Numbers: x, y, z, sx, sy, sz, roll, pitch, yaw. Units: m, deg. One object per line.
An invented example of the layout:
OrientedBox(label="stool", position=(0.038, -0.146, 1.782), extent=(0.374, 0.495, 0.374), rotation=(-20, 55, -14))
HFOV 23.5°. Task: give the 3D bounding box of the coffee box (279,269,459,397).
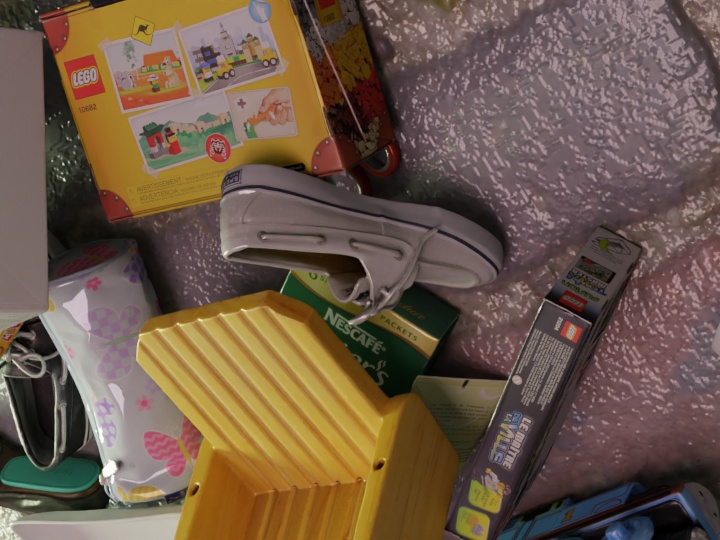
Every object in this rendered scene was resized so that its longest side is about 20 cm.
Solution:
OrientedBox(label="coffee box", position=(-0.022, 0.080, 1.253), extent=(0.123, 0.044, 0.201), rotation=(34, 125, 9))

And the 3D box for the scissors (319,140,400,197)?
OrientedBox(label="scissors", position=(-0.063, -0.108, 1.200), extent=(0.199, 0.014, 0.073), rotation=(32, 125, 12))

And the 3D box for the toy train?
OrientedBox(label="toy train", position=(0.160, 0.201, 1.177), extent=(0.199, 0.114, 0.087), rotation=(-29, 103, 36))

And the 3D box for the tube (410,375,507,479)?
OrientedBox(label="tube", position=(0.041, 0.149, 1.252), extent=(0.052, 0.058, 0.201), rotation=(33, 127, 14))

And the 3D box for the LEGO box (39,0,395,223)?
OrientedBox(label="LEGO box", position=(-0.096, -0.128, 1.155), extent=(0.199, 0.077, 0.150), rotation=(-10, 104, 30))

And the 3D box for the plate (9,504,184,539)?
OrientedBox(label="plate", position=(-0.147, 0.241, 1.371), extent=(0.199, 0.032, 0.200), rotation=(-7, 135, 34))

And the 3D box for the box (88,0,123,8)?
OrientedBox(label="box", position=(-0.068, -0.248, 1.044), extent=(0.199, 0.148, 0.108), rotation=(-9, 110, 30))

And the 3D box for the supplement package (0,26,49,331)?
OrientedBox(label="supplement package", position=(-0.315, -0.053, 1.190), extent=(0.200, 0.146, 0.193), rotation=(-19, 71, 58))

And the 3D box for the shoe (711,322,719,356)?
OrientedBox(label="shoe", position=(0.292, -0.004, 1.028), extent=(0.091, 0.071, 0.201), rotation=(36, 121, 13))

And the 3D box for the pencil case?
OrientedBox(label="pencil case", position=(-0.179, 0.076, 1.307), extent=(0.090, 0.083, 0.201), rotation=(-20, 107, -6))

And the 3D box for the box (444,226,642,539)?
OrientedBox(label="box", position=(0.120, 0.079, 1.139), extent=(0.035, 0.110, 0.201), rotation=(28, 124, 12))

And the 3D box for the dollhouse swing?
OrientedBox(label="dollhouse swing", position=(-0.069, 0.142, 1.161), extent=(0.199, 0.183, 0.176), rotation=(-12, 142, 41))

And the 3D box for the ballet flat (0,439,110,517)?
OrientedBox(label="ballet flat", position=(-0.298, 0.178, 1.437), extent=(0.199, 0.068, 0.069), rotation=(14, 129, 21))

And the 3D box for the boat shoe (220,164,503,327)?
OrientedBox(label="boat shoe", position=(0.002, -0.002, 1.119), extent=(0.201, 0.087, 0.075), rotation=(16, 155, -26))

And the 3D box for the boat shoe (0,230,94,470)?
OrientedBox(label="boat shoe", position=(-0.256, 0.061, 1.350), extent=(0.073, 0.068, 0.201), rotation=(9, 118, 23))

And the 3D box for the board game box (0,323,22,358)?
OrientedBox(label="board game box", position=(-0.339, -0.004, 1.341), extent=(0.200, 0.030, 0.096), rotation=(43, 108, 24))
